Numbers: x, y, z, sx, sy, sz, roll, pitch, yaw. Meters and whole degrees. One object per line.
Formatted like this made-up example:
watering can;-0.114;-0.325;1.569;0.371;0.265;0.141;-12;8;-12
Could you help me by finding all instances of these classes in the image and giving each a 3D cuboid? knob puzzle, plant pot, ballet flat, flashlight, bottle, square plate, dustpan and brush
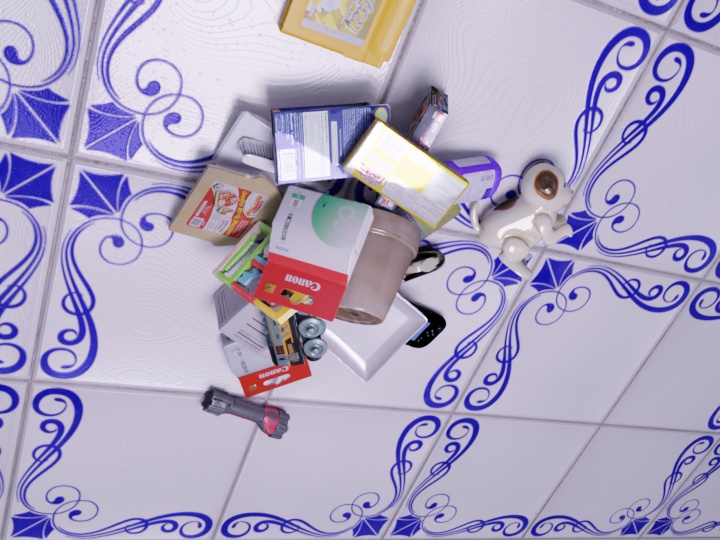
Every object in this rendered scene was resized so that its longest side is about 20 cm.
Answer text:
knob puzzle;-0.220;-0.112;1.374;0.216;0.031;0.221;-8;144;-6
plant pot;0.000;0.000;1.391;0.197;0.176;0.200;11;164;3
ballet flat;0.085;-0.007;1.521;0.198;0.068;0.069;-19;103;-24
flashlight;-0.253;0.314;1.679;0.198;0.068;0.068;24;92;-28
bottle;0.173;-0.165;1.434;0.198;0.065;0.084;-13;136;-31
square plate;0.005;0.103;1.586;0.198;0.028;0.200;41;108;-9
dustpan and brush;-0.141;-0.181;1.321;0.198;0.058;0.140;16;139;-29

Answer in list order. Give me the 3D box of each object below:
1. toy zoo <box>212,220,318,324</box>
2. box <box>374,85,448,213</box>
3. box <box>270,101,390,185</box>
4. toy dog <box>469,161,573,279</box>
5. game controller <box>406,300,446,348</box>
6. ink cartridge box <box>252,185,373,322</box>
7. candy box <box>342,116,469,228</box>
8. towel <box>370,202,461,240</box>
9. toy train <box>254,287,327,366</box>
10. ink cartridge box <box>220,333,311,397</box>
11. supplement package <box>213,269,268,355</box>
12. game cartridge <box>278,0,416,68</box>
toy zoo;-0.148;0.007;1.330;0.131;0.199;0.021;-49;151;-16
box;0.091;-0.215;1.349;0.037;0.137;0.201;27;115;-6
box;-0.048;-0.213;1.273;0.197;0.032;0.123;-6;112;-13
toy dog;0.337;-0.121;1.528;0.193;0.140;0.201;37;114;2
game controller;0.092;0.112;1.658;0.198;0.042;0.105;23;115;-31
ink cartridge box;-0.084;-0.033;1.285;0.159;0.202;0.050;15;160;20
candy box;0.078;-0.161;1.282;0.199;0.027;0.102;31;115;-21
towel;0.093;-0.110;1.505;0.199;0.023;0.144;-35;130;9
toy train;-0.124;0.091;1.396;0.112;0.086;0.202;-9;127;0
ink cartridge box;-0.191;0.193;1.617;0.160;0.057;0.202;-17;125;-6
supplement package;-0.174;0.044;1.467;0.200;0.114;0.109;-41;127;15
game cartridge;-0.011;-0.433;1.220;0.198;0.033;0.178;13;121;-26
